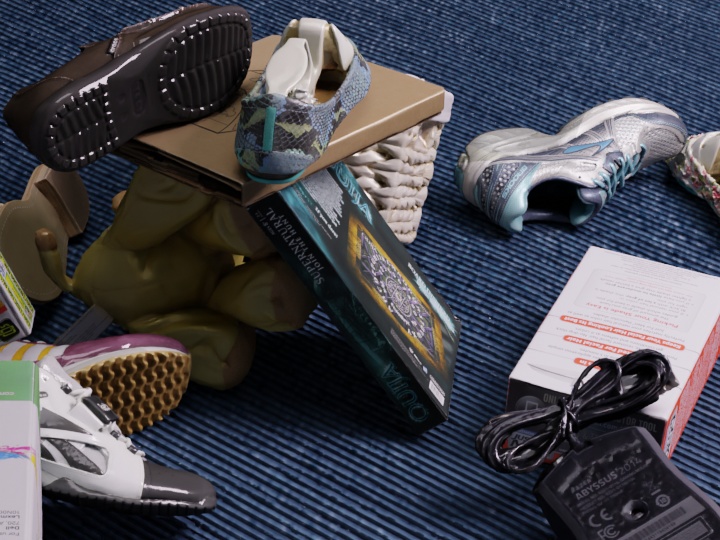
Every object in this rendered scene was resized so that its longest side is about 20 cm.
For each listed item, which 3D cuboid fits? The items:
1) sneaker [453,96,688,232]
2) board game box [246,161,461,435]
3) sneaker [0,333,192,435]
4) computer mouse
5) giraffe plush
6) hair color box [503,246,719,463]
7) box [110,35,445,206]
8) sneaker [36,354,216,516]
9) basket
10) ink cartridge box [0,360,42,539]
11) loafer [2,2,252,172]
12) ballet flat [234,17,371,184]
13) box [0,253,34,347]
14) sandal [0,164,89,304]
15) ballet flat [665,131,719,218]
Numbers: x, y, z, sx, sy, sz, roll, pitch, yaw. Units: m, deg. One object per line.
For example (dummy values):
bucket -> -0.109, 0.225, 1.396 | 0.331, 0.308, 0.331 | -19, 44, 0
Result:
sneaker -> 0.178, -0.073, 1.874 | 0.200, 0.078, 0.086 | -16, 47, -19
board game box -> 0.000, 0.000, 1.604 | 0.028, 0.200, 0.135 | -29, 19, 20
sneaker -> -0.211, 0.069, 1.559 | 0.200, 0.075, 0.090 | -13, 40, -29
computer mouse -> 0.170, 0.148, 1.464 | 0.138, 0.053, 0.200 | -25, 47, -6
giraffe plush -> -0.119, -0.012, 1.669 | 0.200, 0.173, 0.162 | -25, 11, 20
hair color box -> 0.179, 0.064, 1.628 | 0.111, 0.064, 0.200 | 15, 30, 16
box -> -0.068, -0.106, 1.590 | 0.163, 0.021, 0.200 | 23, 36, 36
sneaker -> -0.180, 0.099, 1.461 | 0.200, 0.089, 0.074 | 15, -13, -8
basket -> -0.044, -0.095, 1.778 | 0.200, 0.123, 0.136 | 10, 2, 12
ink cartridge box -> -0.222, 0.163, 1.322 | 0.084, 0.145, 0.200 | 0, 30, -6
loafer -> -0.151, -0.130, 1.532 | 0.071, 0.073, 0.200 | 25, 37, 35
ballet flat -> -0.034, -0.126, 1.533 | 0.074, 0.074, 0.200 | 7, 29, 5
box -> -0.322, 0.028, 1.503 | 0.200, 0.110, 0.035 | -23, 26, 9
sandal -> -0.258, -0.018, 1.737 | 0.070, 0.078, 0.212 | -23, 18, 16
ballet flat -> 0.305, -0.073, 1.881 | 0.076, 0.064, 0.200 | -8, 31, -18
